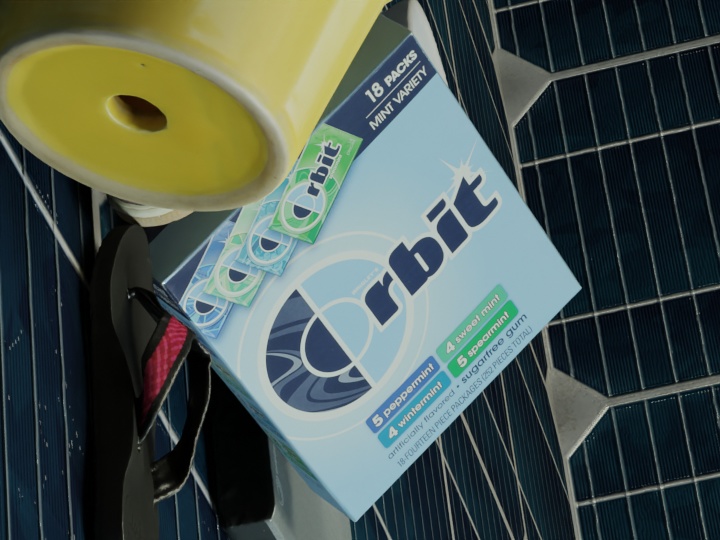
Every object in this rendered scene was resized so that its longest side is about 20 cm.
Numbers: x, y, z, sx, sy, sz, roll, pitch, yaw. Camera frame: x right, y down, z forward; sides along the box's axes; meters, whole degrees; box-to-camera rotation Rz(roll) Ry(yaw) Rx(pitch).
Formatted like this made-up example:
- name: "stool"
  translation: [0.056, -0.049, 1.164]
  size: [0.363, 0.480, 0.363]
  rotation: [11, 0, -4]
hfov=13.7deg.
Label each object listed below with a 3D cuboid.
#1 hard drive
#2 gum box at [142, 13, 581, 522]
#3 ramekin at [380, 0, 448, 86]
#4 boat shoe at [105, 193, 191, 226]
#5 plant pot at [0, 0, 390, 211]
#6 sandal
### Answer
- name: "hard drive"
  translation: [-0.041, 0.116, 1.592]
  size: [0.200, 0.033, 0.140]
  rotation: [65, 15, -57]
- name: "gum box"
  translation: [0.000, 0.000, 1.460]
  size: [0.045, 0.170, 0.200]
  rotation: [33, -15, 48]
- name: "ramekin"
  translation: [0.014, -0.079, 2.056]
  size: [0.200, 0.098, 0.201]
  rotation: [-13, 90, -83]
- name: "boat shoe"
  translation: [-0.104, -0.119, 1.379]
  size: [0.065, 0.072, 0.200]
  rotation: [65, 17, -60]
- name: "plant pot"
  translation: [-0.068, -0.137, 1.249]
  size: [0.201, 0.200, 0.189]
  rotation: [66, 35, -55]
- name: "sandal"
  translation: [-0.088, 0.062, 1.297]
  size: [0.075, 0.045, 0.200]
  rotation: [69, 11, -45]
